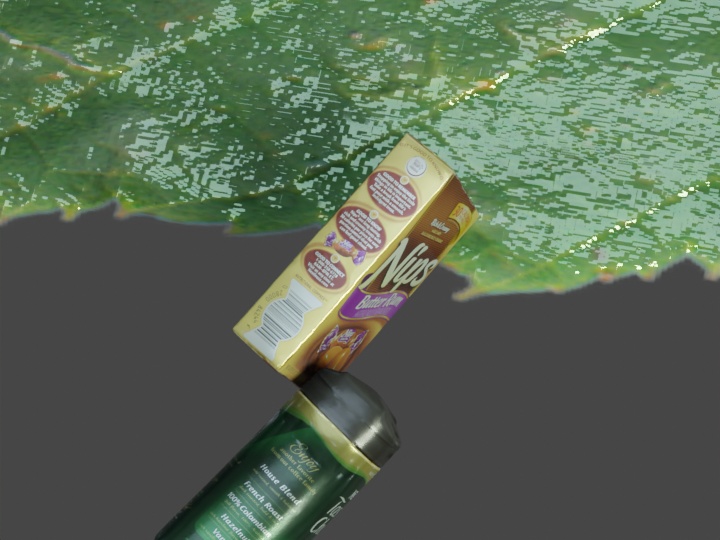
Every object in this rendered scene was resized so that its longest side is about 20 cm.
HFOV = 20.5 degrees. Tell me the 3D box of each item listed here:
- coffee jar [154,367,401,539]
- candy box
[{"bbox_3d":[-0.058,0.164,1.502,0.085,0.104,0.200,44,89,11],"label":"coffee jar"},{"bbox_3d":[0.000,0.000,1.526,0.056,0.117,0.200,39,87,20],"label":"candy box"}]
